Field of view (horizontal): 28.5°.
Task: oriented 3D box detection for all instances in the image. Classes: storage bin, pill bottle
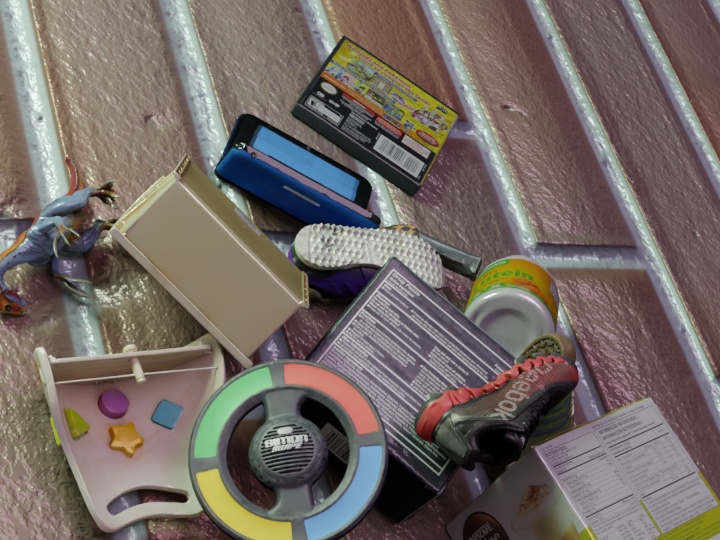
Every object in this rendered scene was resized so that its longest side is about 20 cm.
[{"bbox_3d":[-0.157,-0.018,1.533,0.200,0.094,0.199,45,5,-10],"label":"storage bin"},{"bbox_3d":[0.187,0.048,1.739,0.111,0.111,0.200,37,19,-2],"label":"pill bottle"}]

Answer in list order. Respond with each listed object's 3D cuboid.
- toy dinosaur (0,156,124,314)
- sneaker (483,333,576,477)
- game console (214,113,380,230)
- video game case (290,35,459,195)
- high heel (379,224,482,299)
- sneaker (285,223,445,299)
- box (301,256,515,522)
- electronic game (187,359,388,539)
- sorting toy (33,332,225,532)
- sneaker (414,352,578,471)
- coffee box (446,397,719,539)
[{"bbox_3d":[-0.339,-0.025,1.542,0.181,0.105,0.200,-24,34,-30],"label":"toy dinosaur"},{"bbox_3d":[0.215,0.154,1.653,0.090,0.200,0.067,-1,36,-37],"label":"sneaker"},{"bbox_3d":[-0.065,-0.126,1.749,0.200,0.171,0.118,28,72,-11],"label":"game console"},{"bbox_3d":[0.024,-0.213,1.936,0.200,0.026,0.181,34,45,-5],"label":"video game case"},{"bbox_3d":[0.048,0.032,1.748,0.142,0.071,0.200,22,55,14],"label":"high heel"},{"bbox_3d":[0.000,-0.001,1.695,0.200,0.100,0.070,11,56,-21],"label":"sneaker"},{"bbox_3d":[0.040,0.132,1.571,0.200,0.123,0.198,40,57,1],"label":"box"},{"bbox_3d":[-0.071,0.182,1.409,0.200,0.042,0.200,-1,64,2],"label":"electronic game"},{"bbox_3d":[-0.228,0.168,1.425,0.200,0.107,0.180,-3,66,-36],"label":"sorting toy"},{"bbox_3d":[0.158,0.151,1.476,0.200,0.071,0.098,-19,48,-28],"label":"sneaker"},{"bbox_3d":[0.255,0.290,1.561,0.200,0.200,0.198,-16,66,-39],"label":"coffee box"}]
